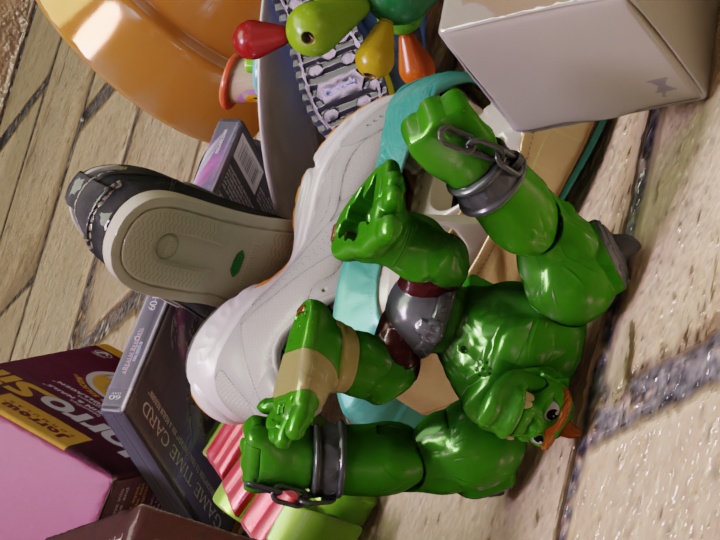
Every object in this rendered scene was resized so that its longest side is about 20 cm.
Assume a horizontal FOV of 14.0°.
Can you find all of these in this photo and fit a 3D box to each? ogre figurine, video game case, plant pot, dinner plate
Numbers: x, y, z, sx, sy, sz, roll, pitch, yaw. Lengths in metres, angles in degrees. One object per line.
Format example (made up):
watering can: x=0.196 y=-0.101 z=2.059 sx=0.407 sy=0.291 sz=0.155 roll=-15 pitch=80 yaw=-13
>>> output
ogre figurine: x=0.037 y=0.025 z=1.222 sx=0.098 sy=0.120 sz=0.201 roll=-130 pitch=59 yaw=-69
video game case: x=-0.077 y=0.038 z=1.610 sx=0.143 sy=0.019 sz=0.200 roll=63 pitch=-141 yaw=-46
plant pot: x=-0.092 y=-0.217 z=1.951 sx=0.183 sy=0.200 sz=0.200 roll=-47 pitch=22 yaw=20
dinner plate: x=-0.022 y=-0.109 z=1.670 sx=0.200 sy=0.024 sz=0.201 roll=0 pitch=-90 yaw=-77

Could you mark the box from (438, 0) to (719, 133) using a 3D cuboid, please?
box: x=0.102 y=-0.165 z=1.241 sx=0.095 sy=0.078 sz=0.201 roll=-10 pitch=53 yaw=29

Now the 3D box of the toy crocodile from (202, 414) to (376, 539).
toy crocodile: x=-0.044 y=0.110 z=1.492 sx=0.068 sy=0.062 sz=0.200 roll=-55 pitch=26 yaw=9

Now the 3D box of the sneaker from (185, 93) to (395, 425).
sneaker: x=0.000 y=0.000 z=1.477 sx=0.092 sy=0.076 sz=0.200 roll=14 pitch=69 yaw=57

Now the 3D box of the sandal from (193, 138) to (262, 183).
sandal: x=-0.068 y=-0.005 z=1.746 sx=0.200 sy=0.076 sz=0.043 roll=100 pitch=-178 yaw=-52

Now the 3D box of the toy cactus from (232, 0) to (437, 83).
toy cactus: x=0.041 y=-0.145 z=1.452 sx=0.165 sy=0.200 sz=0.103 roll=-11 pitch=96 yaw=35

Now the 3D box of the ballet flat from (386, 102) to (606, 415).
ballet flat: x=0.057 y=-0.026 z=1.332 sx=0.069 sy=0.063 sz=0.201 roll=-119 pitch=50 yaw=-71

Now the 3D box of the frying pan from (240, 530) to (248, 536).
frying pan: x=-0.051 y=0.157 z=1.572 sx=0.190 sy=0.031 sz=0.115 roll=-57 pitch=17 yaw=-1

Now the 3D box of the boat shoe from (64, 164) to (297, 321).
boat shoe: x=-0.069 y=-0.006 z=1.530 sx=0.068 sy=0.200 sz=0.072 roll=29 pitch=94 yaw=46

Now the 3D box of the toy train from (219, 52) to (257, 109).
toy train: x=-0.044 y=-0.156 z=1.738 sx=0.200 sy=0.055 sz=0.151 roll=-56 pitch=-37 yaw=-65

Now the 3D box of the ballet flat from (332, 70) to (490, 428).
ballet flat: x=0.032 y=-0.014 z=1.417 sx=0.070 sy=0.067 sz=0.201 roll=-29 pitch=44 yaw=51

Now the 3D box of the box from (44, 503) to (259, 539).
box: x=-0.067 y=0.209 z=1.279 sx=0.200 sy=0.164 sz=0.166 roll=151 pitch=136 yaw=-70

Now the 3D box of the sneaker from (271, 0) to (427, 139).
sneaker: x=-0.008 y=-0.164 z=1.590 sx=0.066 sy=0.078 sz=0.201 roll=-14 pitch=93 yaw=34

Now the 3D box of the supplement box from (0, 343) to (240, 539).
supplement box: x=-0.158 y=0.119 z=1.647 sx=0.200 sy=0.131 sz=0.104 roll=-11 pitch=-54 yaw=-66
